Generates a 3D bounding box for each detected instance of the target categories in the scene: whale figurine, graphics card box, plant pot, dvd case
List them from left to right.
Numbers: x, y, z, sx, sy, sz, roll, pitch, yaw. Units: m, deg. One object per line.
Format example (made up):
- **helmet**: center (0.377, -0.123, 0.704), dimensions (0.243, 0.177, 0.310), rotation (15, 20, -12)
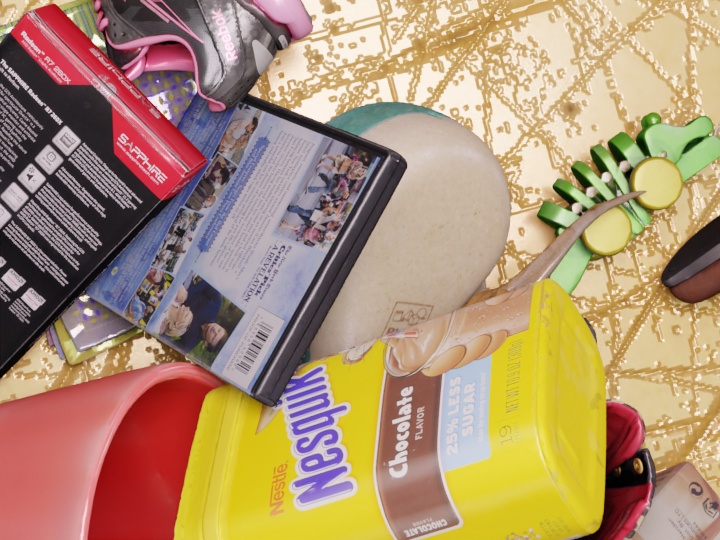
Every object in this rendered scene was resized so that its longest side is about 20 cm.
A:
- **graphics card box**: center (-0.195, -0.035, 1.175), dimensions (0.125, 0.051, 0.200), rotation (44, 108, -1)
- **plant pot**: center (-0.166, 0.152, 1.126), dimensions (0.176, 0.200, 0.202), rotation (-4, 89, 26)
- **dvd case**: center (-0.066, -0.021, 1.133), dimensions (0.018, 0.200, 0.143), rotation (32, 86, -36)
- **whale figurine**: center (0.000, 0.000, 1.196), dimensions (0.158, 0.104, 0.201), rotation (5, 113, -40)

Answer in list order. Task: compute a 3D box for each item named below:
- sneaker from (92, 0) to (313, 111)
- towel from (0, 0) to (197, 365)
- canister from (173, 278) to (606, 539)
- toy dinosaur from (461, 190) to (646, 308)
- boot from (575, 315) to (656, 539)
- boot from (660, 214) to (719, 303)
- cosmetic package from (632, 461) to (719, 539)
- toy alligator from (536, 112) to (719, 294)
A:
- **sneaker**: center (-0.127, -0.157, 1.182), dimensions (0.199, 0.079, 0.096), rotation (32, 85, 20)
- **towel**: center (-0.140, -0.060, 1.227), dimensions (0.143, 0.023, 0.201), rotation (-19, 90, -3)
- **canister**: center (0.018, 0.094, 1.054), dimensions (0.199, 0.149, 0.087), rotation (-20, 125, 22)
- **toy dinosaur**: center (0.075, 0.025, 1.155), dimensions (0.060, 0.106, 0.200), rotation (39, 102, -8)
- **boot**: center (0.107, 0.096, 1.154), dimensions (0.073, 0.150, 0.201), rotation (35, 65, -12)
- **boot**: center (0.293, 0.041, 1.244), dimensions (0.187, 0.068, 0.201), rotation (-25, 98, -11)
- **cosmetic package**: center (0.125, 0.205, 1.153), dimensions (0.087, 0.103, 0.200), rotation (51, 52, -2)
- **toy alligator**: center (0.165, -0.063, 1.227), dimensions (0.200, 0.059, 0.054), rotation (-42, 91, -4)
